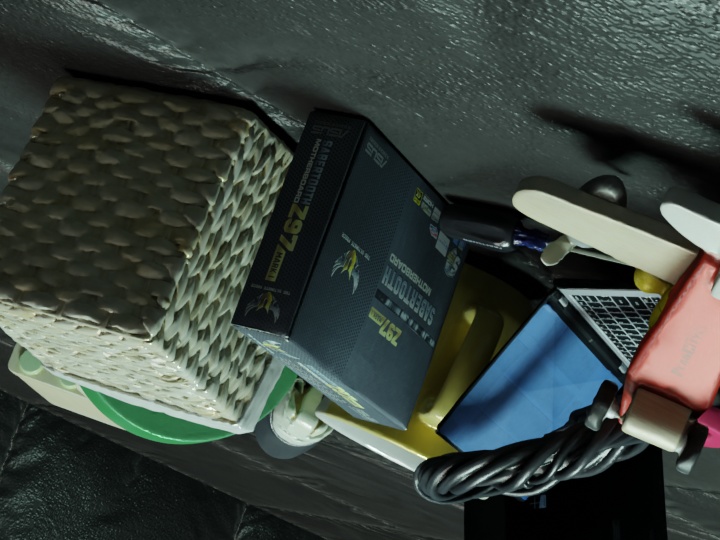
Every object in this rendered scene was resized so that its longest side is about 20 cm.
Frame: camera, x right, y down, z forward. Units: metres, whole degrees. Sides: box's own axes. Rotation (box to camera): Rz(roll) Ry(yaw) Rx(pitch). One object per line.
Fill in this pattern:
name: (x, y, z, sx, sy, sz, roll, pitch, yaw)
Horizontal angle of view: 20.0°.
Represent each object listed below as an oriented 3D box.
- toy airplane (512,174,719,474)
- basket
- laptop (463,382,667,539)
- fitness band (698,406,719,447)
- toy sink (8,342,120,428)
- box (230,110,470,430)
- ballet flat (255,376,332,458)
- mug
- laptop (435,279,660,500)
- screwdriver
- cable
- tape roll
toy airplane: (0.209, 0.005, 1.197, 0.198, 0.141, 0.201, -14, 118, 35)
basket: (-0.150, -0.017, 1.470, 0.199, 0.199, 0.161, 13, 161, 32)
laptop: (0.157, 0.174, 1.622, 0.198, 0.189, 0.116, -11, 150, 20)
fitness band: (0.221, 0.100, 1.720, 0.198, 0.038, 0.144, 20, 169, 9)
toy sink: (-0.295, 0.076, 2.187, 0.111, 0.131, 0.200, 18, 167, 13)
box: (0.000, 0.005, 1.404, 0.051, 0.159, 0.200, 13, 164, 31)
ballet flat: (-0.034, 0.095, 1.728, 0.073, 0.200, 0.073, 28, -153, -16)
mug: (0.074, 0.079, 1.563, 0.149, 0.154, 0.186, 34, 169, -36)
laptop: (0.186, 0.093, 1.461, 0.198, 0.117, 0.187, 1, 160, 26)
screwdriver: (0.142, -0.013, 1.392, 0.199, 0.028, 0.029, 18, 138, 26)
cable: (0.125, 0.126, 1.361, 0.199, 0.051, 0.163, -19, 177, 19)
tape roll: (-0.142, 0.040, 1.660, 0.199, 0.202, 0.048, 24, 167, -15)
